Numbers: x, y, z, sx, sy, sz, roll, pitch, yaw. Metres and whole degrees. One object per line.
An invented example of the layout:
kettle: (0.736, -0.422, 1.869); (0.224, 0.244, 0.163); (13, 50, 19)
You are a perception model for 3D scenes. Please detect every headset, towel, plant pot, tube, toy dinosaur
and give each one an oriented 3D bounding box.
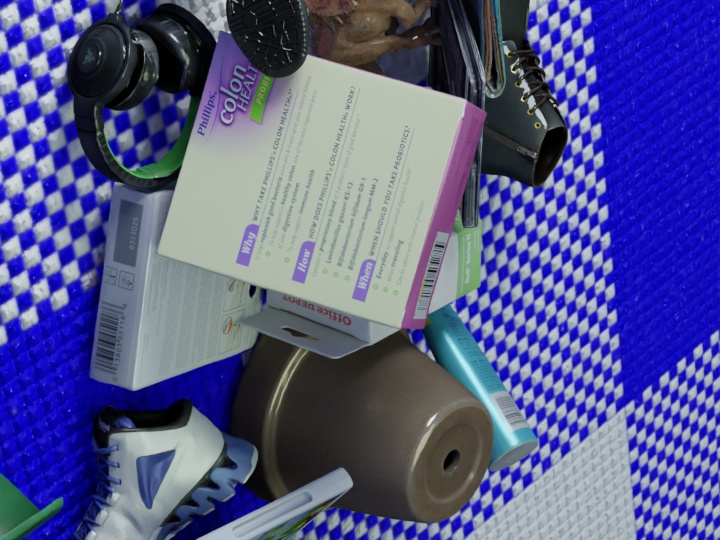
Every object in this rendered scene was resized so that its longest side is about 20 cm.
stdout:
headset: (-0.153, -0.159, 1.626); (0.123, 0.094, 0.201); (-21, 115, -42)
towel: (0.089, -0.246, 1.813); (0.022, 0.200, 0.147); (-9, 119, -4)
plant pot: (0.014, 0.135, 1.879); (0.200, 0.174, 0.201); (-24, 125, -40)
tube: (0.090, 0.081, 1.944); (0.050, 0.201, 0.077); (-31, 159, 8)
toy dinosaur: (-0.009, -0.208, 1.787); (0.135, 0.086, 0.201); (-26, 143, -27)

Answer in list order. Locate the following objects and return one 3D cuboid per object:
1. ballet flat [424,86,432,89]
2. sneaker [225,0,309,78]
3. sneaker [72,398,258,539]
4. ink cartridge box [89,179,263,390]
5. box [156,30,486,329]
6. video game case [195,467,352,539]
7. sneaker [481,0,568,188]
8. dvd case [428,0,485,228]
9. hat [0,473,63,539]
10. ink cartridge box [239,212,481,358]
ballet flat: (0.026, -0.106, 1.779); (0.200, 0.069, 0.070); (-72, 163, -64)
sneaker: (-0.086, -0.243, 1.613); (0.201, 0.060, 0.104); (63, 13, -9)
sneaker: (-0.191, 0.173, 1.750); (0.199, 0.081, 0.115); (-43, 111, -7)
ink cartridge box: (-0.140, -0.002, 1.766); (0.200, 0.050, 0.163); (-20, 122, -63)
box: (-0.028, -0.066, 1.651); (0.097, 0.199, 0.177); (7, 99, -78)
video game case: (-0.120, 0.240, 1.792); (0.182, 0.022, 0.200); (-22, 165, -43)
sneaker: (0.145, -0.178, 1.945); (0.075, 0.106, 0.201); (-12, 117, -51)
dvd case: (0.079, -0.155, 1.821); (0.016, 0.201, 0.149); (-4, 131, -5)
hat: (-0.328, 0.146, 1.604); (0.200, 0.166, 0.176); (-35, 89, -32)
ink cartridge box: (0.000, 0.000, 1.841); (0.200, 0.117, 0.068); (-27, 126, -47)
